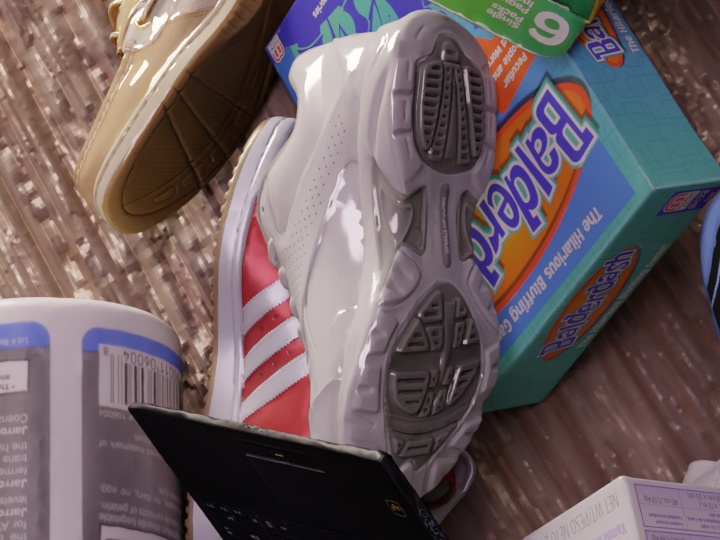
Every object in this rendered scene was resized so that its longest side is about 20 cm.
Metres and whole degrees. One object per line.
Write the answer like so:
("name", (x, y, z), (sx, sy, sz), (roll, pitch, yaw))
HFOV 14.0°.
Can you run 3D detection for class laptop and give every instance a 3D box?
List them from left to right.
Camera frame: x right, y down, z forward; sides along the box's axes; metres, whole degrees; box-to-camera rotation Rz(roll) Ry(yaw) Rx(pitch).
("laptop", (-0.020, 0.162, 1.111), (0.103, 0.200, 0.177), (-46, 28, -24))

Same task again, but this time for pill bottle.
("pill bottle", (-0.129, 0.122, 1.214), (0.113, 0.114, 0.201), (-7, 70, 16))

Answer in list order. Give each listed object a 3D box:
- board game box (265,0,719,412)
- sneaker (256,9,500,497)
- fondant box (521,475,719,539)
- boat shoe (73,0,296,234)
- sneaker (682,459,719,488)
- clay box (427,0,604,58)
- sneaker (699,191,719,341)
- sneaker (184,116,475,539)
("board game box", (0.050, -0.066, 1.210), (0.201, 0.045, 0.152), (60, 137, 25))
("sneaker", (0.000, 0.000, 1.171), (0.099, 0.078, 0.201), (-2, 78, 45))
("fondant box", (0.093, 0.196, 1.085), (0.144, 0.058, 0.201), (-39, 53, 44))
("boat shoe", (-0.075, -0.109, 1.302), (0.069, 0.074, 0.201), (23, 71, 26))
("sneaker", (0.156, 0.132, 1.152), (0.099, 0.075, 0.201), (23, 81, 45))
("clay box", (0.074, -0.183, 1.169), (0.114, 0.048, 0.200), (27, 55, 7))
("sneaker", (0.181, 0.053, 1.068), (0.070, 0.078, 0.201), (-23, 82, 0))
("sneaker", (-0.005, 0.035, 1.226), (0.112, 0.071, 0.201), (2, 80, 23))
